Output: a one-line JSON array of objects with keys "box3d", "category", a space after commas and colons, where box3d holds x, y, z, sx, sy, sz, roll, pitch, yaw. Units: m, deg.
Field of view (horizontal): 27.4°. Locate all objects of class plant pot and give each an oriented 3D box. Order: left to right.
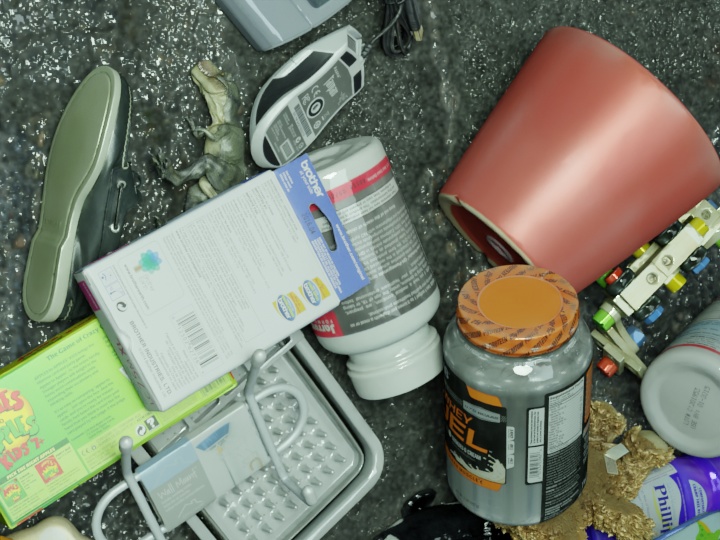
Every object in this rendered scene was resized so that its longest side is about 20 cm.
[{"box3d": [0.176, -0.079, 1.268, 0.177, 0.200, 0.200, -46, 112, -5], "category": "plant pot"}]

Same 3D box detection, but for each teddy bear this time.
[{"box3d": [0.200, 0.193, 1.325, 0.145, 0.067, 0.200, 23, 46, 6], "category": "teddy bear"}]

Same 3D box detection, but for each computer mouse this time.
[{"box3d": [-0.029, -0.169, 1.215, 0.200, 0.044, 0.110, -45, 152, -13], "category": "computer mouse"}]

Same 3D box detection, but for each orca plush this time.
[{"box3d": [0.099, 0.252, 1.306, 0.200, 0.071, 0.105, 7, 90, -28], "category": "orca plush"}]

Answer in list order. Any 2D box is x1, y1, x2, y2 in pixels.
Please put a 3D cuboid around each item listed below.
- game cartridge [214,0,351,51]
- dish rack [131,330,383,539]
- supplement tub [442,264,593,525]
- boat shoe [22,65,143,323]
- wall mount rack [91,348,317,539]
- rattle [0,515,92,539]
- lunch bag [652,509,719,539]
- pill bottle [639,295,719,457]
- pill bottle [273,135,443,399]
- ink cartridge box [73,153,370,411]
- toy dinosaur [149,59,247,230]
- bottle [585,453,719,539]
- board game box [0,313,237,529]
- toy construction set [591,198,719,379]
[{"box3d": [-0.044, -0.282, 1.217, 0.200, 0.041, 0.133, -48, 116, -16], "category": "game cartridge"}, {"box3d": [-0.090, 0.142, 1.217, 0.172, 0.044, 0.200, -42, 111, -19], "category": "dish rack"}, {"box3d": [0.129, 0.102, 1.216, 0.123, 0.123, 0.200, -23, 130, -24], "category": "supplement tub"}, {"box3d": [-0.200, -0.054, 1.129, 0.066, 0.074, 0.199, 11, 93, -41], "category": "boat shoe"}, {"box3d": [-0.114, 0.143, 1.121, 0.200, 0.075, 0.174, -34, 128, -20], "category": "wall mount rack"}, {"box3d": [-0.216, 0.283, 1.084, 0.130, 0.143, 0.200, -21, 83, -25], "category": "rattle"}, {"box3d": [0.260, 0.296, 1.319, 0.161, 0.200, 0.082, -25, 68, -10], "category": "lunch bag"}, {"box3d": [0.351, 0.084, 1.379, 0.200, 0.109, 0.109, -33, 109, -46], "category": "pill bottle"}, {"box3d": [0.000, 0.000, 1.215, 0.111, 0.111, 0.200, -28, 106, -23], "category": "pill bottle"}, {"box3d": [-0.100, 0.007, 1.113, 0.200, 0.042, 0.119, -31, 98, -23], "category": "ink cartridge box"}, {"box3d": [-0.124, -0.067, 1.186, 0.088, 0.047, 0.200, -15, 104, -33], "category": "toy dinosaur"}, {"box3d": [0.286, 0.220, 1.404, 0.200, 0.065, 0.084, -17, 105, -26], "category": "bottle"}, {"box3d": [-0.205, 0.095, 1.109, 0.200, 0.048, 0.102, -32, 98, -21], "category": "board game box"}, {"box3d": [0.268, 0.004, 1.358, 0.092, 0.131, 0.200, 30, 85, -2], "category": "toy construction set"}]
